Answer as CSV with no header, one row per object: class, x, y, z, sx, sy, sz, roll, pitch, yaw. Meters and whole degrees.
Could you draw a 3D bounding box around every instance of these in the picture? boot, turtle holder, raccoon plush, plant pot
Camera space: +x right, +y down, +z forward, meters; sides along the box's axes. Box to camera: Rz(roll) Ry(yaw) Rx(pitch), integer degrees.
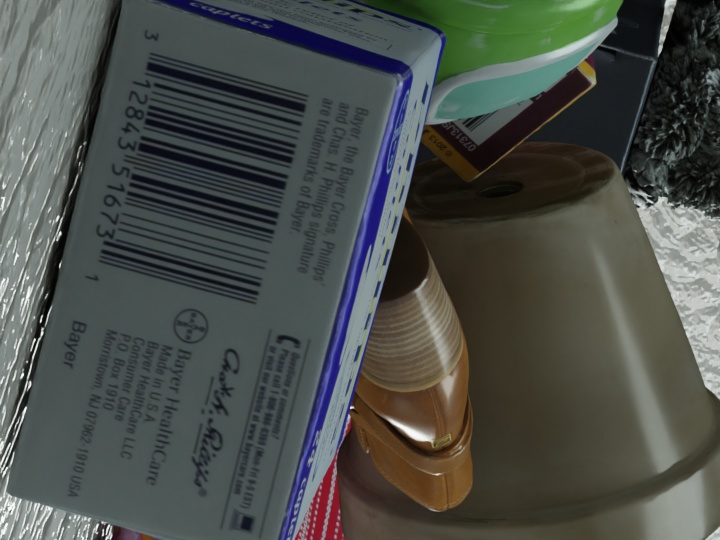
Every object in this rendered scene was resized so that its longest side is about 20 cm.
boot,0.000,0.000,1.239,0.200,0.076,0.156,55,-13,40
turtle holder,0.054,-0.143,1.180,0.186,0.141,0.132,-52,167,-38
raccoon plush,0.227,-0.087,1.542,0.097,0.133,0.201,-67,173,-55
plant pot,0.079,0.038,1.339,0.200,0.199,0.174,-68,152,-66

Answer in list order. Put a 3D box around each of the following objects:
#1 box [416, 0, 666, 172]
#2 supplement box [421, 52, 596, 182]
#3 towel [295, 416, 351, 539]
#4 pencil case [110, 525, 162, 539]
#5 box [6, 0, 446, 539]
box,0.064,-0.119,1.566,0.200,0.196,0.118,-65,171,-70
supplement box,0.046,-0.152,1.354,0.086,0.110,0.200,-37,-153,23
towel,-0.039,0.094,1.432,0.200,0.022,0.145,51,43,-48
pencil case,-0.058,0.064,1.299,0.087,0.087,0.201,94,10,-73
box,-0.044,-0.010,1.024,0.200,0.104,0.185,-62,167,-78
